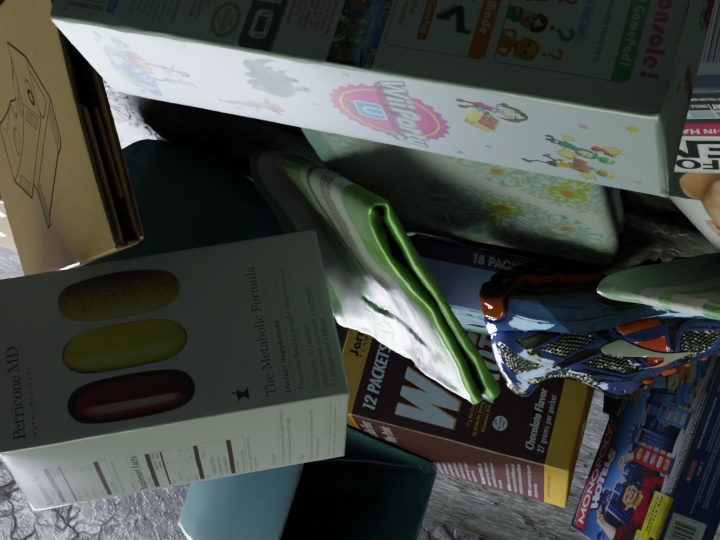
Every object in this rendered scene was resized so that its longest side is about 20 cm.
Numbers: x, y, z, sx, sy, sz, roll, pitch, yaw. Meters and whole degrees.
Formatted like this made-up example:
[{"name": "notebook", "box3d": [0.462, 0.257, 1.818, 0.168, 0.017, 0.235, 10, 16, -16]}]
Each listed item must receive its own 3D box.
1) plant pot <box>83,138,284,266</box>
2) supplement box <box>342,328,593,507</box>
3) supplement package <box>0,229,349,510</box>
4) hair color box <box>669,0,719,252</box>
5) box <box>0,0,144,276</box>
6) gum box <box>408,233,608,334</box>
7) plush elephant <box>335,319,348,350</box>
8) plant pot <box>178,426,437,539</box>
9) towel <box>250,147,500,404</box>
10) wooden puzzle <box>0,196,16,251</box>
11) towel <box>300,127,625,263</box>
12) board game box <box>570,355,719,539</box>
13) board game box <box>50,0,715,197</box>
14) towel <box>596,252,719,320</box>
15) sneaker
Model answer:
[{"name": "plant pot", "box3d": [-0.137, 0.003, 0.984, 0.161, 0.201, 0.200, 45, 153, -25]}, {"name": "supplement box", "box3d": [0.096, 0.100, 1.170, 0.199, 0.134, 0.197, 13, 165, 12]}, {"name": "supplement package", "box3d": [-0.115, 0.062, 0.829, 0.199, 0.114, 0.110, -10, 154, -7]}, {"name": "hair color box", "box3d": [0.192, -0.061, 0.634, 0.099, 0.061, 0.200, 5, 161, 38]}, {"name": "box", "box3d": [-0.190, -0.082, 0.821, 0.021, 0.164, 0.200, -16, -179, -28]}, {"name": "gum box", "box3d": [0.094, 0.019, 0.962, 0.169, 0.045, 0.200, 12, 174, -10]}, {"name": "plush elephant", "box3d": [-0.111, 0.064, 1.280, 0.199, 0.165, 0.155, -25, 107, 20]}, {"name": "plant pot", "box3d": [-0.064, 0.209, 1.204, 0.141, 0.142, 0.199, 27, 163, -34]}, {"name": "towel", "box3d": [0.000, 0.000, 0.833, 0.150, 0.031, 0.200, 57, 169, -23]}, {"name": "wooden puzzle", "box3d": [-0.314, -0.052, 1.256, 0.199, 0.047, 0.185, 15, 166, -11]}, {"name": "towel", "box3d": [0.063, -0.065, 0.791, 0.170, 0.048, 0.200, 9, 163, 19]}, {"name": "board game box", "box3d": [0.241, 0.128, 1.076, 0.061, 0.201, 0.200, 21, 179, -12]}, {"name": "board game box", "box3d": [0.019, -0.118, 0.452, 0.199, 0.148, 0.064, 12, 163, 19]}, {"name": "towel", "box3d": [0.250, 0.009, 0.721, 0.152, 0.024, 0.200, -10, -167, -36]}, {"name": "sneaker", "box3d": [0.173, 0.038, 0.839, 0.199, 0.079, 0.075, 0, -160, 7]}]
